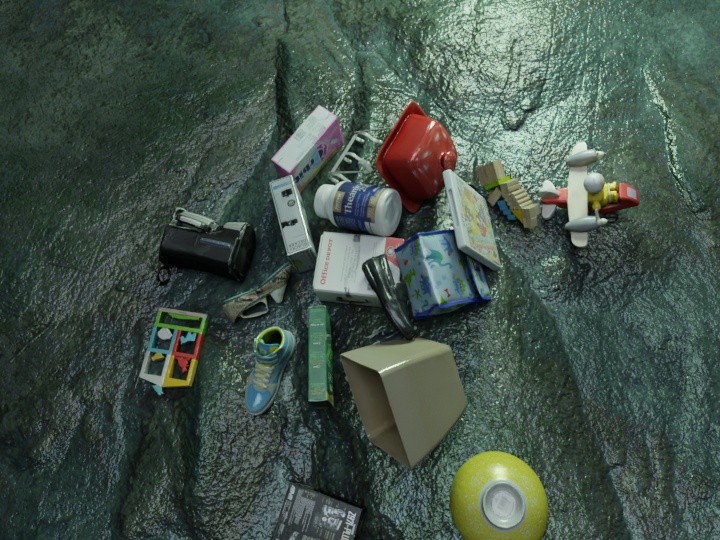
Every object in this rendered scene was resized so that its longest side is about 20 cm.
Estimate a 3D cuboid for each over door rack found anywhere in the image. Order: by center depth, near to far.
[{"bbox_3d":[0.012,-0.283,1.383,0.066,0.199,0.149,37,74,-24],"label":"over door rack"}]

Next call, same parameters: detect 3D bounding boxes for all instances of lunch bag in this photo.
[{"bbox_3d":[0.198,0.002,1.254,0.197,0.127,0.174,-7,76,-34],"label":"lunch bag"}]

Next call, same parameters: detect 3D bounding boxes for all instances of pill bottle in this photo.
[{"bbox_3d":[-0.009,-0.152,1.347,0.197,0.111,0.113,14,71,30],"label":"pill bottle"}]

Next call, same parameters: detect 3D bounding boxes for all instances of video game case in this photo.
[{"bbox_3d":[0.253,-0.109,1.270,0.023,0.199,0.186,-20,65,30],"label":"video game case"}]

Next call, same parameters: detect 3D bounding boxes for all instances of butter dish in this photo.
[{"bbox_3d":[0.160,-0.259,1.315,0.146,0.199,0.202,16,68,47],"label":"butter dish"}]

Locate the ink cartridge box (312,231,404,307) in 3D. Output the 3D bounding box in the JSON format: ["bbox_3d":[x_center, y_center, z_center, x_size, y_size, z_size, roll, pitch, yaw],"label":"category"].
[{"bbox_3d":[0.000,0.000,1.318,0.195,0.083,0.150,6,70,9],"label":"ink cartridge box"}]

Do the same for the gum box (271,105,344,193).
[{"bbox_3d":[-0.127,-0.308,1.432,0.066,0.114,0.201,35,78,18],"label":"gum box"}]

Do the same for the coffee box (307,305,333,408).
[{"bbox_3d":[-0.086,0.193,1.239,0.043,0.123,0.204,-3,68,3],"label":"coffee box"}]

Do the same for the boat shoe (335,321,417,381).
[{"bbox_3d":[0.035,0.168,1.259,0.198,0.075,0.062,-36,80,3],"label":"boat shoe"}]

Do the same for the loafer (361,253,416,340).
[{"bbox_3d":[0.071,0.052,1.207,0.070,0.068,0.203,-30,65,3],"label":"loafer"}]

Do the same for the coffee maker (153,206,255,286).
[{"bbox_3d":[-0.371,-0.038,1.373,0.196,0.135,0.197,13,95,13],"label":"coffee maker"}]

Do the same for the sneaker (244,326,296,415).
[{"bbox_3d":[-0.215,0.214,1.243,0.078,0.131,0.204,17,73,12],"label":"sneaker"}]

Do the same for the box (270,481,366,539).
[{"bbox_3d":[-0.094,0.549,1.126,0.160,0.086,0.204,14,72,13],"label":"box"}]

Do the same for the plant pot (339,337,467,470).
[{"bbox_3d":[0.098,0.239,1.138,0.174,0.199,0.204,-23,101,-21],"label":"plant pot"}]

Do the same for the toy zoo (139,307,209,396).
[{"bbox_3d":[-0.444,0.195,1.340,0.128,0.021,0.204,6,71,10],"label":"toy zoo"}]

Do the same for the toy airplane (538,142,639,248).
[{"bbox_3d":[0.505,-0.177,1.284,0.198,0.141,0.201,-37,70,-6],"label":"toy airplane"}]

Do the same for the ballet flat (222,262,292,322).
[{"bbox_3d":[-0.232,0.061,1.345,0.198,0.068,0.076,-31,90,1],"label":"ballet flat"}]

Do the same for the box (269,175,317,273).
[{"bbox_3d":[-0.158,-0.110,1.363,0.059,0.117,0.204,-18,69,0],"label":"box"}]

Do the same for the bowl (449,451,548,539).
[{"bbox_3d":[0.274,0.455,1.100,0.195,0.108,0.205,-2,69,6],"label":"bowl"}]

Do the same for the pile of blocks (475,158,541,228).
[{"bbox_3d":[0.359,-0.182,1.354,0.061,0.082,0.202,-21,70,-34],"label":"pile of blocks"}]
